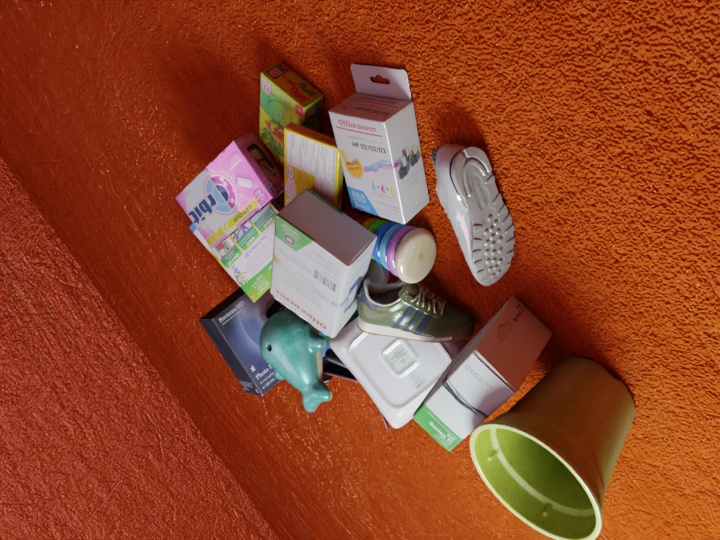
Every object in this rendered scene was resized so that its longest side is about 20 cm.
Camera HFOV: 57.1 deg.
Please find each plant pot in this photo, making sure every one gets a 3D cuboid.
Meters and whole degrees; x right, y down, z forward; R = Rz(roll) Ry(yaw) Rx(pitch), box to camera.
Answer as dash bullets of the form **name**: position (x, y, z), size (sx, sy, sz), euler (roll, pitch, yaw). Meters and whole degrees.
- **plant pot**: position (0.281, 0.229, 0.916), size (0.198, 0.184, 0.204), euler (33, 146, 26)

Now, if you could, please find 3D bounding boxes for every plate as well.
- **plate**: position (0.070, 0.145, 1.139), size (0.198, 0.032, 0.201), euler (-40, 90, 15)

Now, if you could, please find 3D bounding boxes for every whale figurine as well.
- **whale figurine**: position (-0.130, 0.176, 1.297), size (0.158, 0.102, 0.205), euler (-36, 71, 35)

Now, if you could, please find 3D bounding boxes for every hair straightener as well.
- **hair straightener**: position (0.020, 0.195, 1.307), size (0.194, 0.041, 0.079), euler (19, 120, 6)

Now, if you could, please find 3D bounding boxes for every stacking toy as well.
- **stacking toy**: position (0.029, -0.054, 1.075), size (0.198, 0.085, 0.087), euler (29, 144, 43)

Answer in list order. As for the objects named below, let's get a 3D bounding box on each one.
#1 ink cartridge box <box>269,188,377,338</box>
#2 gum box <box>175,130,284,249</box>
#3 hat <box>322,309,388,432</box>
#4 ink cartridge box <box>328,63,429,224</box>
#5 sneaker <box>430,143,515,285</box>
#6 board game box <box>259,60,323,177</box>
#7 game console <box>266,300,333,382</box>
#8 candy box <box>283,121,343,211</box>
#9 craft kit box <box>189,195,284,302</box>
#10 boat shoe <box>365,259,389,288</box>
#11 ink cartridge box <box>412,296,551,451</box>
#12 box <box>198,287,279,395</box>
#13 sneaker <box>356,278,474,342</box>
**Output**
- **ink cartridge box**: position (-0.067, -0.007, 1.073), size (0.143, 0.088, 0.203), euler (33, 142, 15)
- **gum box**: position (-0.225, -0.142, 1.170), size (0.198, 0.066, 0.115), euler (-33, 97, 35)
- **hat**: position (-0.027, 0.157, 1.196), size (0.193, 0.180, 0.167), euler (10, 149, 7)
- **ink cartridge box**: position (0.024, -0.181, 0.947), size (0.113, 0.067, 0.204), euler (21, 137, 40)
- **sneaker**: position (0.150, -0.076, 0.899), size (0.080, 0.075, 0.205), euler (22, 135, 56)
- **board game box**: position (-0.121, -0.232, 1.109), size (0.101, 0.047, 0.202), euler (40, 147, 18)
- **game console**: position (-0.081, 0.101, 1.343), size (0.201, 0.172, 0.119), euler (48, 176, 5)
- **candy box**: position (-0.076, -0.130, 1.063), size (0.100, 0.027, 0.204), euler (22, 135, 16)
- **craft kit box**: position (-0.207, -0.070, 1.265), size (0.199, 0.048, 0.199), euler (-38, 93, 35)
- **boat shoe**: position (0.000, 0.000, 1.178), size (0.198, 0.062, 0.073), euler (7, 94, 57)
- **ink cartridge box**: position (0.179, 0.155, 0.983), size (0.083, 0.146, 0.202), euler (40, 138, 9)
- **box**: position (-0.214, 0.130, 1.457), size (0.201, 0.199, 0.122), euler (57, 153, -12)
- **sneaker**: position (0.086, 0.057, 1.057), size (0.193, 0.068, 0.092), euler (3, 121, 12)
